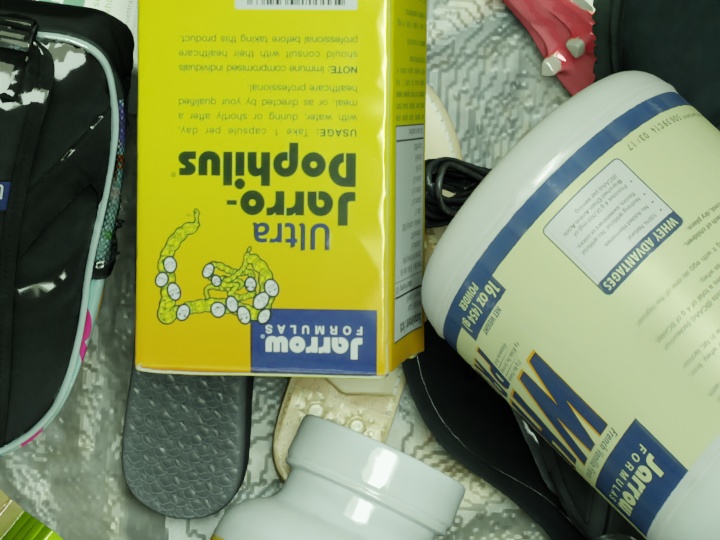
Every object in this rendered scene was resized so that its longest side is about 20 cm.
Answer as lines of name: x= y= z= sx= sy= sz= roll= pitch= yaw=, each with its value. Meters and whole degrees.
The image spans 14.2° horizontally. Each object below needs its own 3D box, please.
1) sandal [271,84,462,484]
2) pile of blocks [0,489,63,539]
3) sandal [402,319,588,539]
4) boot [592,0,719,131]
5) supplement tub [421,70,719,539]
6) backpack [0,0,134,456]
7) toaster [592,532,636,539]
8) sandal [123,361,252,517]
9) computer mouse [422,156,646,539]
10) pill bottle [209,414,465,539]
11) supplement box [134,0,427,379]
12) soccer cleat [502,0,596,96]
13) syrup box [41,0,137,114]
sandal: x=0.006 y=0.001 z=1.339 sx=0.077 sy=0.070 sz=0.213 roll=13 pitch=80 yaw=-2
pile of blocks: x=-0.182 y=0.101 z=1.302 sx=0.200 sy=0.082 sz=0.062 roll=39 pitch=80 yaw=3
sandal: x=0.100 y=0.088 z=1.334 sx=0.200 sy=0.043 sz=0.076 roll=48 pitch=54 yaw=-2
boot: x=0.182 y=-0.067 z=1.265 sx=0.168 sy=0.201 sz=0.076 roll=34 pitch=48 yaw=27
supplement tub: x=0.139 y=0.031 z=1.201 sx=0.145 sy=0.145 sz=0.200 roll=-43 pitch=74 yaw=-10
backpack: x=-0.190 y=-0.022 z=1.250 sx=0.176 sy=0.151 sz=0.202 roll=7 pitch=100 yaw=-2
toaster: x=0.088 y=0.217 z=1.238 sx=0.118 sy=0.181 sz=0.201 roll=30 pitch=60 yaw=-11
sandal: x=-0.069 y=0.012 z=1.322 sx=0.076 sy=0.043 sz=0.201 roll=17 pitch=104 yaw=5
computer mouse: x=0.084 y=0.029 z=1.299 sx=0.140 sy=0.046 sz=0.201 roll=7 pitch=59 yaw=-34
pill bottle: x=-0.030 y=0.171 z=1.281 sx=0.111 sy=0.112 sz=0.201 roll=25 pitch=83 yaw=0
supplement box: x=-0.032 y=-0.059 z=1.219 sx=0.109 sy=0.109 sz=0.202 roll=1 pitch=93 yaw=9
soccer cleat: x=0.086 y=-0.161 z=1.375 sx=0.076 sy=0.067 sz=0.200 roll=-38 pitch=93 yaw=-34
syrup box: x=-0.121 y=-0.123 z=1.345 sx=0.198 sy=0.081 sz=0.079 roll=10 pitch=79 yaw=-4
